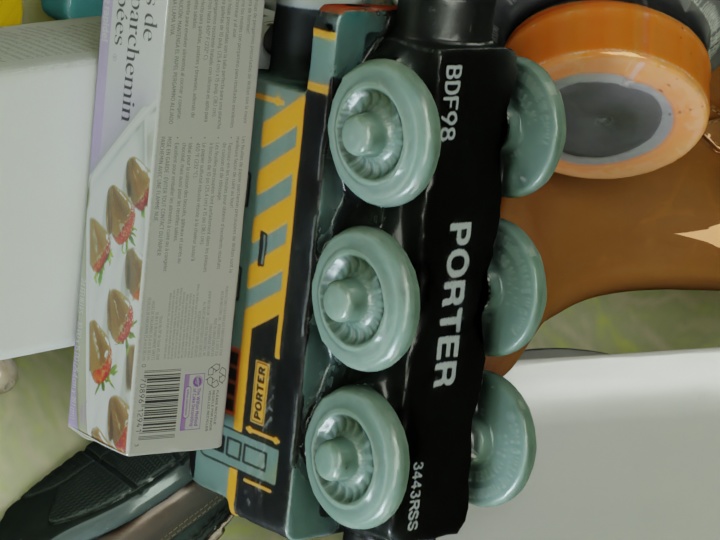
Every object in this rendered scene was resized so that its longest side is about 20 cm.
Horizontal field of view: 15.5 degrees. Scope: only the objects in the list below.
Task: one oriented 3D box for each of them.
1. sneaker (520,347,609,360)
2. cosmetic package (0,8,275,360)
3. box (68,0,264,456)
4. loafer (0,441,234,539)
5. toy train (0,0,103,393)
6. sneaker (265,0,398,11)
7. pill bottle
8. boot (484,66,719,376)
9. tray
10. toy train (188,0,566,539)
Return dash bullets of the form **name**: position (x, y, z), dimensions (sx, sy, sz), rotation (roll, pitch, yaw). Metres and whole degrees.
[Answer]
- **sneaker**: position (0.119, 0.100, 0.951), dimensions (0.202, 0.146, 0.077), rotation (18, 109, -12)
- **cosmetic package**: position (-0.108, -0.030, 0.892), dimensions (0.200, 0.074, 0.102), rotation (-9, 108, -34)
- **box**: position (-0.061, -0.040, 0.853), dimensions (0.041, 0.039, 0.201), rotation (-4, 104, -38)
- **loafer**: position (-0.103, 0.112, 0.946), dimensions (0.200, 0.072, 0.063), rotation (-35, 111, -8)
- **toy train**: position (-0.120, -0.058, 0.956), dimensions (0.200, 0.056, 0.150), rotation (-39, 123, -23)
- **sneaker**: position (0.012, -0.058, 0.976), dimensions (0.088, 0.080, 0.201), rotation (-12, 104, -51)
- **pill bottle**: position (0.085, -0.131, 0.926), dimensions (0.106, 0.106, 0.200), rotation (12, 56, -13)
- **boot**: position (0.120, -0.012, 0.954), dimensions (0.154, 0.074, 0.200), rotation (25, 54, 6)
- **tray**: position (0.101, 0.074, 0.916), dimensions (0.199, 0.022, 0.108), rotation (-4, 48, 4)
- **toy train**: position (0.000, 0.000, 0.863), dimensions (0.085, 0.114, 0.201), rotation (-7, 107, -43)
